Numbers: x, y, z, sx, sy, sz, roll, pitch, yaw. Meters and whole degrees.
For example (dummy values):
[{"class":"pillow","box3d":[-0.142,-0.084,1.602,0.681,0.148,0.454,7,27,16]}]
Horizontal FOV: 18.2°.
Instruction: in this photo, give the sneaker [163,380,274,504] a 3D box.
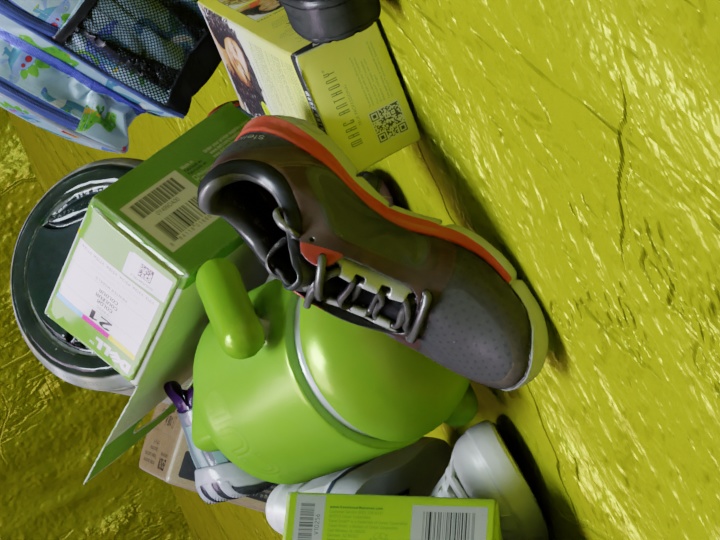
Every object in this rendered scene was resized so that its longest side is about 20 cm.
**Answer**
[{"class":"sneaker","box3d":[-0.039,0.071,1.414,0.074,0.200,0.088,-20,96,39]}]

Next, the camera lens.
[{"class":"camera lens","box3d":[-0.138,0.012,1.589,0.160,0.160,0.200,59,-164,20]}]

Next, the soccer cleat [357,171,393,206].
[{"class":"soccer cleat","box3d":[0.000,0.000,1.357,0.073,0.068,0.200,31,156,-1]}]

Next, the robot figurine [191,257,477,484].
[{"class":"robot figurine","box3d":[-0.016,0.053,1.269,0.200,0.175,0.116,-26,52,49]}]

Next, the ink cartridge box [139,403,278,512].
[{"class":"ink cartridge box","box3d":[-0.080,0.151,1.784,0.200,0.165,0.075,171,117,-79]}]

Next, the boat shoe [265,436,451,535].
[{"class":"boat shoe","box3d":[0.002,0.138,1.421,0.200,0.065,0.074,7,-87,-69]}]

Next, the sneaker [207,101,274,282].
[{"class":"sneaker","box3d":[-0.059,-0.024,1.487,0.085,0.075,0.200,-134,30,-53]}]

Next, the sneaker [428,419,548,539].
[{"class":"sneaker","box3d":[0.062,0.161,1.356,0.073,0.085,0.200,60,168,28]}]

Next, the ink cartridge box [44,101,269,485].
[{"class":"ink cartridge box","box3d":[-0.123,0.016,1.369,0.076,0.148,0.200,38,131,10]}]

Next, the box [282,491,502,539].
[{"class":"box","box3d":[0.025,0.193,1.318,0.200,0.122,0.048,81,-168,-59]}]

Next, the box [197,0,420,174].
[{"class":"box","box3d":[-0.032,-0.112,1.240,0.075,0.050,0.200,67,168,-20]}]

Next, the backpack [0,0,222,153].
[{"class":"backpack","box3d":[-0.197,-0.170,1.425,0.200,0.147,0.183,34,180,-21]}]

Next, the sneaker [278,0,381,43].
[{"class":"sneaker","box3d":[-0.043,-0.180,1.115,0.200,0.060,0.104,40,156,53]}]

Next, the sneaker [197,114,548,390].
[{"class":"sneaker","box3d":[-0.001,0.005,1.126,0.200,0.082,0.077,35,130,14]}]
